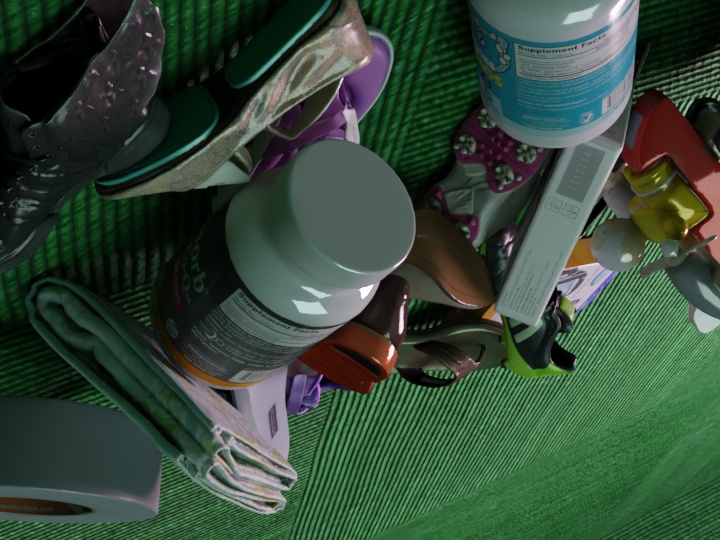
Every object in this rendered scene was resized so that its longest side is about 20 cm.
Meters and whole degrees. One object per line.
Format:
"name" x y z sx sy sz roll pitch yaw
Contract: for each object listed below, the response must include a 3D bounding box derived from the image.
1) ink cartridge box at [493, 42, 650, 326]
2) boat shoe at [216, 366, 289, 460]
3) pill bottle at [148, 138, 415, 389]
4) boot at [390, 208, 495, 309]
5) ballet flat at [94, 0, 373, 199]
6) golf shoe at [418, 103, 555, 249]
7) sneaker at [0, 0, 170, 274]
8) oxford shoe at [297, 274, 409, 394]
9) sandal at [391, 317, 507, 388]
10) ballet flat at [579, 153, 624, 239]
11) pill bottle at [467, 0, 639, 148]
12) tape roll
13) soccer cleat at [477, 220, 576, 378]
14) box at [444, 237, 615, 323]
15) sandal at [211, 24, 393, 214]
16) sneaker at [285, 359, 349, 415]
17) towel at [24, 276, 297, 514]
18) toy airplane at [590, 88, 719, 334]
"ink cartridge box" 0.178 -0.079 0.953 0.176 0.045 0.200 -64 174 -48
"boat shoe" -0.100 0.099 0.942 0.070 0.066 0.200 -55 152 -44
"pill bottle" -0.056 -0.001 0.764 0.116 0.117 0.200 -9 161 -38
"boot" 0.000 0.000 0.922 0.146 0.070 0.200 -23 141 31
"ballet flat" -0.074 -0.094 0.700 0.200 0.068 0.067 -35 132 11
"golf shoe" 0.119 -0.089 0.939 0.091 0.075 0.200 -26 162 -39
"sneaker" -0.184 -0.078 0.638 0.200 0.060 0.104 -38 155 2
"oxford shoe" -0.003 0.048 0.874 0.073 0.071 0.200 -61 -169 -16
"sandal" 0.073 0.096 1.172 0.201 0.057 0.080 -4 140 -16
"ballet flat" 0.231 -0.072 1.086 0.066 0.057 0.200 -3 143 -43
"pill bottle" 0.126 -0.173 0.733 0.111 0.111 0.200 -29 154 -3
"tape roll" -0.252 0.148 0.855 0.200 0.066 0.200 2 160 1
"soccer cleat" 0.166 0.023 1.097 0.081 0.068 0.200 -1 128 24
"box" 0.200 0.018 1.238 0.200 0.042 0.119 -10 148 -39
"sandal" -0.033 -0.087 0.786 0.082 0.050 0.203 -6 147 -41
"sneaker" -0.079 0.093 1.018 0.200 0.089 0.081 -14 151 -28
"towel" -0.143 0.094 0.829 0.048 0.200 0.171 -47 154 -5
"toy airplane" 0.261 -0.028 0.927 0.141 0.199 0.200 -21 161 2
